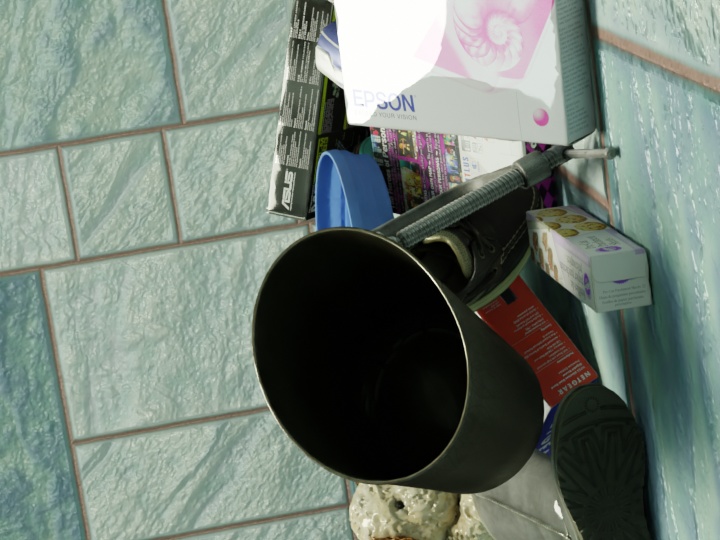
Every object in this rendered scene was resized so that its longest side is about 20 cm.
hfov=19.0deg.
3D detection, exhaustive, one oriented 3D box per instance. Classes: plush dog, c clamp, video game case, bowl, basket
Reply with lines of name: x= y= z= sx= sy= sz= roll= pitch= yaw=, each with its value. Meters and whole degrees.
plush dog: x=0.073 y=0.207 z=1.945 sx=0.200 sy=0.171 sz=0.161 roll=-109 pitch=11 yaw=-51
c clamp: x=0.059 y=-0.043 z=1.480 sx=0.027 sy=0.199 sz=0.171 roll=64 pitch=167 yaw=-8
video game case: x=0.073 y=-0.131 z=1.673 sx=0.181 sy=0.036 sz=0.201 roll=13 pitch=117 yaw=48
bowl: x=0.000 y=0.000 z=1.756 sx=0.201 sy=0.039 sz=0.202 roll=173 pitch=90 yaw=-81
basket: x=0.039 y=0.078 z=1.427 sx=0.181 sy=0.136 sz=0.200 roll=56 pitch=-169 yaw=27

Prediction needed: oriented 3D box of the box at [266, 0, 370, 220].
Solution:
box: x=-0.016 y=-0.156 z=1.956 sx=0.193 sy=0.047 sz=0.201 roll=-21 pitch=-59 yaw=-63

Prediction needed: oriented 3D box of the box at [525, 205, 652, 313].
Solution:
box: x=0.155 y=-0.011 z=1.482 sx=0.200 sy=0.041 sz=0.039 roll=-124 pitch=25 yaw=-78

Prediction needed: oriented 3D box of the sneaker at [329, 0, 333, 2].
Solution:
sneaker: x=-0.025 y=-0.246 z=1.579 sx=0.081 sy=0.076 sz=0.200 roll=63 pitch=-159 yaw=9

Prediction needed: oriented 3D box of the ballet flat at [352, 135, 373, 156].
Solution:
ballet flat: x=0.039 y=-0.099 z=1.982 sx=0.200 sy=0.068 sz=0.069 roll=-40 pitch=-21 yaw=-59

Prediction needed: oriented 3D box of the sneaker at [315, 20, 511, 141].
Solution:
sneaker: x=0.065 y=-0.176 z=1.576 sx=0.199 sy=0.080 sz=0.116 roll=21 pitch=119 yaw=35

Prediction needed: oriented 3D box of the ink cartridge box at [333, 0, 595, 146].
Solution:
ink cartridge box: x=0.064 y=-0.192 z=1.487 sx=0.196 sy=0.043 sz=0.201 roll=8 pitch=115 yaw=39

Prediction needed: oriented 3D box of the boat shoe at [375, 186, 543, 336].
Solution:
boat shoe: x=0.067 y=-0.005 z=1.555 sx=0.073 sy=0.200 sz=0.065 roll=35 pitch=155 yaw=14

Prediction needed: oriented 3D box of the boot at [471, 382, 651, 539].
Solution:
boot: x=0.140 y=0.148 z=1.575 sx=0.200 sy=0.072 sz=0.183 roll=-142 pitch=42 yaw=-68

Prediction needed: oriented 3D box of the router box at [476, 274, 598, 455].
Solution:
router box: x=0.097 y=0.064 z=1.701 sx=0.180 sy=0.049 sz=0.200 roll=53 pitch=160 yaw=18
